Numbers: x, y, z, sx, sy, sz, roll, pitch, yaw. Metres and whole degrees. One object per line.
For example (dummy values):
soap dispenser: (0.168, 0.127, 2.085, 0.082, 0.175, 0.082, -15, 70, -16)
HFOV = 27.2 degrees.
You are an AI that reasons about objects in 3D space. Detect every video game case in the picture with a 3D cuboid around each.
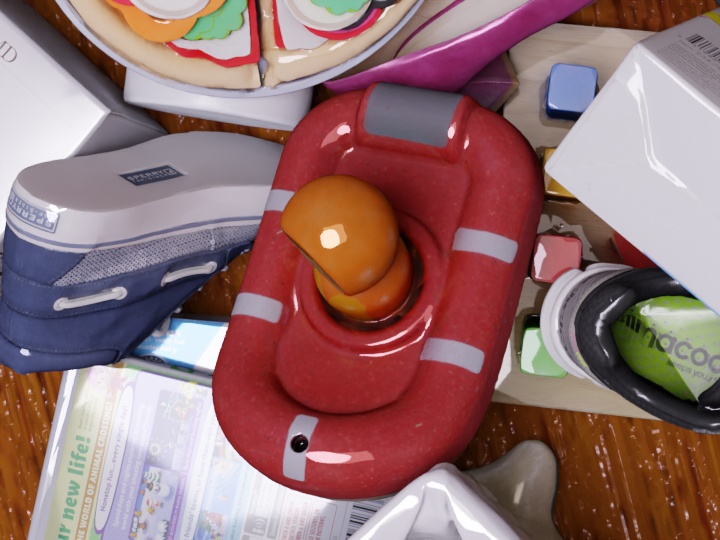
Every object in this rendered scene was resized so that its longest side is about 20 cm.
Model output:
video game case: (-0.076, 0.153, 0.735, 0.181, 0.022, 0.201, 13, 93, 4)

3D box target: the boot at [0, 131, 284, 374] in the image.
boot: (-0.098, -0.011, 0.737, 0.073, 0.200, 0.091, 33, 118, 32)

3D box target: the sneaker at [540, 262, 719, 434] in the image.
sneaker: (0.176, 0.045, 0.644, 0.199, 0.087, 0.074, 17, 93, 5)

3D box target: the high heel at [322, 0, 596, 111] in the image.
high heel: (0.060, -0.147, 0.701, 0.096, 0.200, 0.068, 4, 54, -31)

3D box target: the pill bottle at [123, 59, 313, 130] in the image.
pill bottle: (-0.059, -0.177, 0.749, 0.113, 0.113, 0.201, 9, 93, 5)

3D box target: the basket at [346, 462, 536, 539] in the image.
basket: (0.015, 0.194, 0.650, 0.200, 0.123, 0.136, -44, 81, 5)

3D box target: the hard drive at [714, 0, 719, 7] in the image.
hard drive: (0.212, -0.113, 0.666, 0.139, 0.200, 0.033, 12, 126, -34)

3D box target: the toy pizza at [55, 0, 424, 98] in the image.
toy pizza: (-0.049, -0.168, 0.649, 0.199, 0.032, 0.201, -5, 117, -9)

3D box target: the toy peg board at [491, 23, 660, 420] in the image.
toy peg board: (0.165, -0.021, 0.737, 0.199, 0.098, 0.200, 6, 92, 5)

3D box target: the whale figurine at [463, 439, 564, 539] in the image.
whale figurine: (0.094, 0.193, 0.760, 0.159, 0.104, 0.201, -24, 65, 15)

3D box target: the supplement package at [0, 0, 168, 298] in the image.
supplement package: (-0.217, -0.040, 0.763, 0.121, 0.120, 0.200, 42, 94, 5)

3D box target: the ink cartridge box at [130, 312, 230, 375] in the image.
ink cartridge box: (-0.076, 0.125, 0.779, 0.115, 0.067, 0.201, 5, 91, 5)

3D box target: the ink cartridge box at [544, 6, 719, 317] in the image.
ink cartridge box: (0.175, -0.052, 0.642, 0.116, 0.200, 0.067, 42, 121, 13)

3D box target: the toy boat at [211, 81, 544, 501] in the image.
toy boat: (0.000, 0.000, 0.661, 0.130, 0.131, 0.201, 11, 75, 19)
